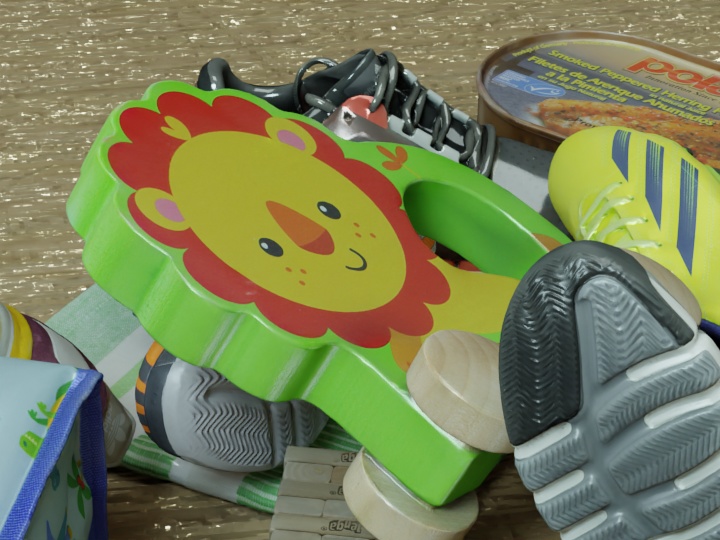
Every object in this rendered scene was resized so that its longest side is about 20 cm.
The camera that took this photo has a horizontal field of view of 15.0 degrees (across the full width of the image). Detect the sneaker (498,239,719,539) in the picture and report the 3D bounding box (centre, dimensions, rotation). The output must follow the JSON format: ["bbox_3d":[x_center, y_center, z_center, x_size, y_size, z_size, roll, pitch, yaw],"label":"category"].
[{"bbox_3d":[0.109,0.067,0.909,0.075,0.201,0.116,-23,15,18],"label":"sneaker"}]

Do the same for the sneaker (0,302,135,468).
[{"bbox_3d":[-0.170,0.046,1.032,0.199,0.090,0.075,8,68,50],"label":"sneaker"}]

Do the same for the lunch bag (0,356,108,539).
[{"bbox_3d":[-0.188,0.111,0.869,0.169,0.128,0.200,11,44,12],"label":"lunch bag"}]

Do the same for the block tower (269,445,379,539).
[{"bbox_3d":[-0.010,0.136,0.890,0.057,0.054,0.200,4,31,6],"label":"block tower"}]

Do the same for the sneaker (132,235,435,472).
[{"bbox_3d":[-0.058,0.015,1.048,0.111,0.078,0.200,9,22,24],"label":"sneaker"}]

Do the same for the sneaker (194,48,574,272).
[{"bbox_3d":[0.016,-0.051,1.180,0.199,0.082,0.077,6,30,2],"label":"sneaker"}]

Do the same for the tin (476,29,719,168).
[{"bbox_3d":[0.144,-0.058,1.245,0.199,0.042,0.112,23,41,32],"label":"tin"}]

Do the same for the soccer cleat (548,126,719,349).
[{"bbox_3d":[0.120,0.006,1.085,0.083,0.065,0.200,-5,40,-29],"label":"soccer cleat"}]

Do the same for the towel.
[{"bbox_3d":[-0.032,0.042,1.081,0.199,0.024,0.153,16,34,23],"label":"towel"}]

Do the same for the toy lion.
[{"bbox_3d":[0.000,0.000,0.963,0.192,0.069,0.200,42,31,16],"label":"toy lion"}]
